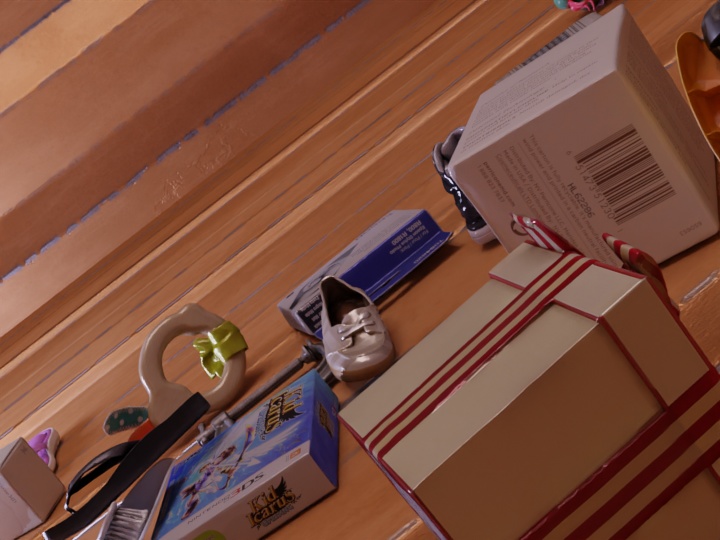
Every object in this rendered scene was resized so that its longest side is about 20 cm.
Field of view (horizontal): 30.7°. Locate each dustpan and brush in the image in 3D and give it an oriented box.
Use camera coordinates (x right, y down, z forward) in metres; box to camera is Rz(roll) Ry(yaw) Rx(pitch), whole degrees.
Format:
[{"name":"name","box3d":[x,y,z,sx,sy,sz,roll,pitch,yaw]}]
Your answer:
[{"name":"dustpan and brush","box3d":[-0.246,0.275,1.238,0.140,0.057,0.201,-75,10,-61]}]

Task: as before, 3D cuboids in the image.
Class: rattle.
[{"name":"rattle","box3d":[-0.223,0.146,1.554,0.201,0.130,0.143,-62,17,-18]}]

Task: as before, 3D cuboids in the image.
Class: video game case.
[{"name":"video game case","box3d":[-0.105,0.189,1.213,0.181,0.046,0.200,-34,14,9]}]

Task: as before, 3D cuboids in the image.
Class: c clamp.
[{"name":"c clamp","box3d":[-0.100,0.133,1.415,0.199,0.027,0.171,-37,14,2]}]

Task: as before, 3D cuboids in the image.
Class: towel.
[{"name":"towel","box3d":[0.276,-0.303,1.886,0.192,0.035,0.200,-34,15,12]}]

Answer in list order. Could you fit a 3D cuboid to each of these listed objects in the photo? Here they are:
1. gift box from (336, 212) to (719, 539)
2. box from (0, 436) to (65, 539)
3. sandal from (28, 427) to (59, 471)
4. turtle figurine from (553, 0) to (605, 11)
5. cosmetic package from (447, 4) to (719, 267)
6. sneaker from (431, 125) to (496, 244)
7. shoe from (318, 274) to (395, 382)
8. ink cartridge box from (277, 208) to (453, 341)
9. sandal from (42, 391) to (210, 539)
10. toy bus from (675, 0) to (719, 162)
[{"name":"gift box","box3d":[0.111,0.087,0.745,0.186,0.185,0.200,-40,21,-5]},{"name":"box","box3d":[-0.481,0.303,1.653,0.199,0.095,0.078,-32,15,22]},{"name":"sandal","box3d":[-0.467,0.264,1.829,0.082,0.050,0.203,-37,14,0]},{"name":"turtle figurine","box3d":[0.355,-0.462,2.074,0.199,0.101,0.149,-28,22,-34]},{"name":"cosmetic package","box3d":[0.201,-0.099,1.148,0.166,0.168,0.200,-30,15,25]},{"name":"sneaker","box3d":[0.145,-0.121,1.456,0.075,0.114,0.200,-27,17,32]},{"name":"shoe","box3d":[-0.012,0.058,1.347,0.070,0.054,0.200,-25,20,-1]},{"name":"ink cartridge box","box3d":[0.000,0.000,1.544,0.199,0.041,0.200,-39,11,-10]},{"name":"sandal","box3d":[-0.230,0.186,1.262,0.200,0.043,0.076,-44,-2,-19]},{"name":"toy bus","box3d":[0.363,-0.147,0.974,0.199,0.137,0.192,-27,-18,27]}]
